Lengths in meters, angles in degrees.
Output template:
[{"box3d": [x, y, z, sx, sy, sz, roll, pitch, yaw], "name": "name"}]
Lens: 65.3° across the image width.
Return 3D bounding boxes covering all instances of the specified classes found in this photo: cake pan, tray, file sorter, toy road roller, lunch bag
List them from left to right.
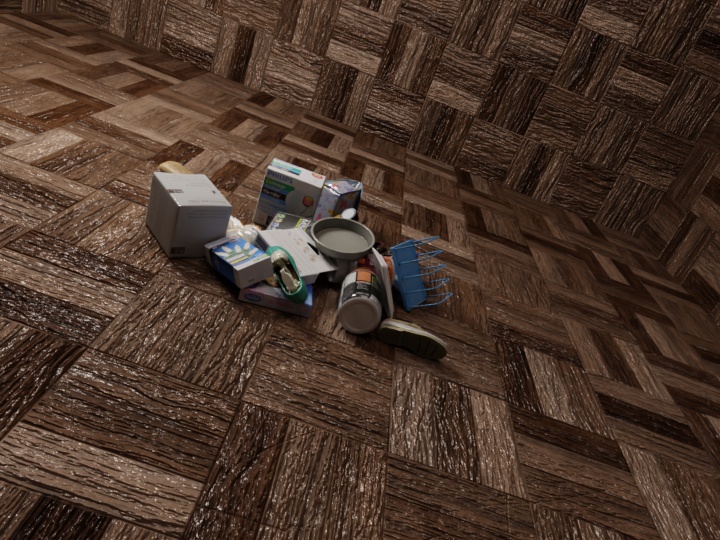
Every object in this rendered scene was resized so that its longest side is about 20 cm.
[{"box3d": [-0.069, -0.242, 2.086, 0.126, 0.172, 0.199, 32, 27, 24], "name": "lunch bag"}, {"box3d": [-0.061, -0.096, 1.874, 0.144, 0.124, 0.202, -14, 48, 13], "name": "toy road roller"}, {"box3d": [-0.055, -0.096, 1.710, 0.197, 0.037, 0.201, 9, 34, -6], "name": "cake pan"}, {"box3d": [0.070, 0.040, 1.643, 0.022, 0.202, 0.108, -15, 35, -6], "name": "tray"}, {"box3d": [0.197, 0.004, 1.757, 0.121, 0.203, 0.138, -11, 7, 33], "name": "file sorter"}]

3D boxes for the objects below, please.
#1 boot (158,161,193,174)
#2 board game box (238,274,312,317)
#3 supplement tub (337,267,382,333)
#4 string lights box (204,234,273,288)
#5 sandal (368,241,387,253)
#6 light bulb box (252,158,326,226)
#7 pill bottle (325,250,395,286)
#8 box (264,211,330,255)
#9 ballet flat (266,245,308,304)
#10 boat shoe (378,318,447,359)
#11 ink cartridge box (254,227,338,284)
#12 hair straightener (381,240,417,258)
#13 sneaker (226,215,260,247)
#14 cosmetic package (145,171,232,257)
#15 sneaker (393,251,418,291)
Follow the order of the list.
[{"box3d": [-0.619, -0.306, 1.908, 0.199, 0.067, 0.174, 35, 16, 23], "name": "boot"}, {"box3d": [-0.232, 0.037, 1.574, 0.197, 0.042, 0.201, 15, 27, -14], "name": "board game box"}, {"box3d": [0.001, 0.078, 1.587, 0.121, 0.124, 0.201, 19, 26, -6], "name": "supplement tub"}, {"box3d": [-0.333, -0.028, 1.525, 0.102, 0.060, 0.199, -25, 36, -32], "name": "string lights box"}, {"box3d": [0.052, -0.074, 1.894, 0.200, 0.074, 0.046, 82, -15, -89], "name": "sandal"}, {"box3d": [-0.242, -0.244, 1.920, 0.195, 0.202, 0.125, 19, 25, -5], "name": "light bulb box"}, {"box3d": [0.000, 0.000, 1.741, 0.197, 0.115, 0.115, 9, 29, -26], "name": "pill bottle"}, {"box3d": [-0.205, -0.097, 1.759, 0.190, 0.048, 0.201, 13, 41, 10], "name": "box"}, {"box3d": [-0.200, -0.002, 1.497, 0.201, 0.067, 0.071, 56, -5, 26], "name": "ballet flat"}, {"box3d": [0.149, 0.181, 1.561, 0.197, 0.075, 0.069, 21, 31, 0], "name": "boat shoe"}, {"box3d": [-0.187, -0.044, 1.637, 0.172, 0.044, 0.200, -9, 49, -50], "name": "ink cartridge box"}, {"box3d": [0.102, -0.057, 1.880, 0.041, 0.198, 0.077, 58, 12, -23], "name": "hair straightener"}, {"box3d": [-0.382, -0.103, 1.684, 0.198, 0.076, 0.092, 17, 51, 34], "name": "sneaker"}, {"box3d": [-0.493, -0.159, 1.602, 0.163, 0.167, 0.200, -6, 37, -42], "name": "cosmetic package"}, {"box3d": [0.143, -0.016, 1.870, 0.073, 0.114, 0.201, 45, 20, -21], "name": "sneaker"}]
